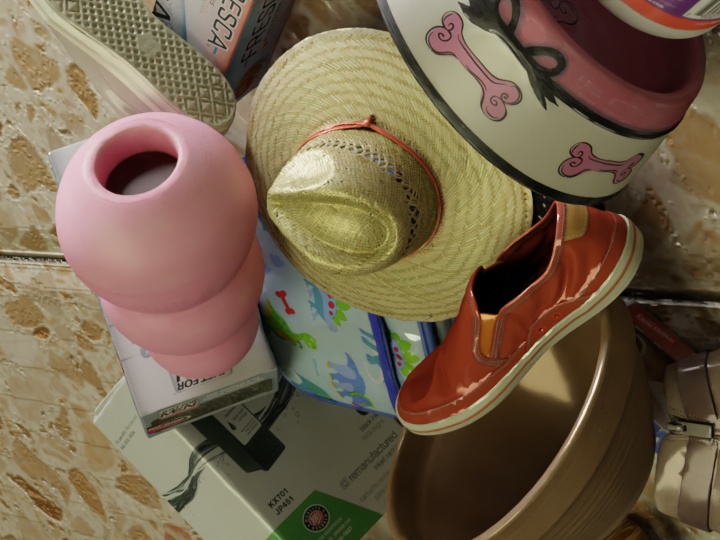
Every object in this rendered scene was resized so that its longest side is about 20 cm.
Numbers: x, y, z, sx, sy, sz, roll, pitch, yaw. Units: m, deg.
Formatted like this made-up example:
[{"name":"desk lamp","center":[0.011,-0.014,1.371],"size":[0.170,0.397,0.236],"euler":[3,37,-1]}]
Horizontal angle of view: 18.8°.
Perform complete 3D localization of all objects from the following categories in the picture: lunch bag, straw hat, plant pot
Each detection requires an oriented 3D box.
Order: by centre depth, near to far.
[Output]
[{"name":"straw hat","center":[-0.004,-0.041,1.301],"size":[0.200,0.085,0.203],"euler":[13,118,25]},{"name":"plant pot","center":[0.112,0.106,1.314],"size":[0.092,0.202,0.200],"euler":[34,148,-22]},{"name":"lunch bag","center":[0.000,0.000,1.447],"size":[0.160,0.082,0.201],"euler":[14,131,34]}]

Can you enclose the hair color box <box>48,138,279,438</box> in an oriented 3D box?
[{"name":"hair color box","center":[-0.135,0.001,1.493],"size":[0.061,0.098,0.201],"euler":[94,156,-71]}]

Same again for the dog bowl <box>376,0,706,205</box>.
[{"name":"dog bowl","center":[0.100,-0.138,1.144],"size":[0.074,0.200,0.201],"euler":[-36,94,34]}]

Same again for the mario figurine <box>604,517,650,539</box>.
[{"name":"mario figurine","center":[0.203,0.271,1.444],"size":[0.106,0.123,0.201],"euler":[-35,90,34]}]

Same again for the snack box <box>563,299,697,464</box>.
[{"name":"snack box","center":[0.222,0.109,1.350],"size":[0.200,0.024,0.072],"euler":[42,129,11]}]

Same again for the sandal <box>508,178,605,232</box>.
[{"name":"sandal","center":[0.087,-0.082,1.325],"size":[0.200,0.045,0.075],"euler":[44,139,25]}]

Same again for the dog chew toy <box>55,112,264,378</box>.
[{"name":"dog chew toy","center":[-0.115,-0.005,1.361],"size":[0.124,0.125,0.201],"euler":[25,151,28]}]

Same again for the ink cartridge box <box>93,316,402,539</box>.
[{"name":"ink cartridge box","center":[-0.071,0.122,1.564],"size":[0.200,0.147,0.083],"euler":[45,142,4]}]

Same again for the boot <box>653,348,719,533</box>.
[{"name":"boot","center":[0.247,0.141,1.291],"size":[0.145,0.070,0.202],"euler":[2,95,25]}]

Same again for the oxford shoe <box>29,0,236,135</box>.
[{"name":"oxford shoe","center":[-0.163,-0.150,1.385],"size":[0.200,0.075,0.058],"euler":[46,140,-1]}]

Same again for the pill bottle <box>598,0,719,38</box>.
[{"name":"pill bottle","center":[0.192,-0.206,1.051],"size":[0.112,0.111,0.200],"euler":[49,142,0]}]

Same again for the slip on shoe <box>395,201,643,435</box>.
[{"name":"slip on shoe","center":[0.081,0.026,1.283],"size":[0.061,0.074,0.200],"euler":[29,129,-22]}]

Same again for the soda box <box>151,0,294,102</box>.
[{"name":"soda box","center":[-0.081,-0.184,1.382],"size":[0.068,0.064,0.200],"euler":[41,141,11]}]
